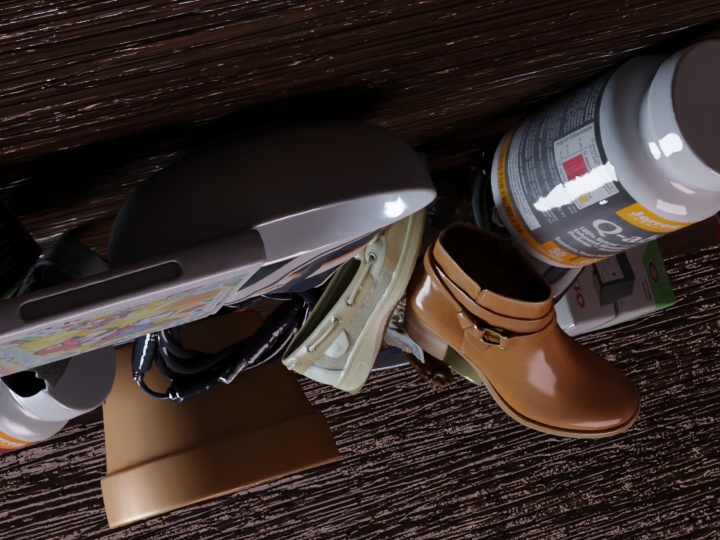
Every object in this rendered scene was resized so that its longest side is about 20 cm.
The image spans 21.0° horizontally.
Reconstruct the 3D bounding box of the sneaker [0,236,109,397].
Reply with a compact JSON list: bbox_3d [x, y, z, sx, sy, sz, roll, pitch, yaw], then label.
[{"bbox_3d":[-0.218,0.040,1.324,0.104,0.060,0.200,-60,-177,-18],"label":"sneaker"}]

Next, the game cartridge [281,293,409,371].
[{"bbox_3d":[0.032,0.014,1.679,0.199,0.134,0.042,-17,175,-2],"label":"game cartridge"}]

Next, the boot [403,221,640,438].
[{"bbox_3d":[0.124,0.045,1.397,0.199,0.074,0.155,24,155,2],"label":"boot"}]

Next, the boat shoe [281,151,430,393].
[{"bbox_3d":[0.000,-0.001,1.423,0.063,0.201,0.073,16,-147,-7],"label":"boat shoe"}]

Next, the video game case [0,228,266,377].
[{"bbox_3d":[-0.155,0.027,1.105,0.181,0.023,0.200,-16,175,-14],"label":"video game case"}]

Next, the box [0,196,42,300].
[{"bbox_3d":[-0.288,0.048,1.153,0.200,0.048,0.193,-39,180,-18],"label":"box"}]

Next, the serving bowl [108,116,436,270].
[{"bbox_3d":[-0.059,-0.046,1.147,0.199,0.066,0.200,-17,174,-2],"label":"serving bowl"}]

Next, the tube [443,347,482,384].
[{"bbox_3d":[0.136,0.002,1.630,0.200,0.058,0.052,-57,177,5],"label":"tube"}]

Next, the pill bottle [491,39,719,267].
[{"bbox_3d":[0.184,-0.078,1.299,0.116,0.117,0.200,-13,174,-31],"label":"pill bottle"}]

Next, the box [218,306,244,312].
[{"bbox_3d":[-0.132,0.014,1.588,0.136,0.040,0.200,-16,174,-22],"label":"box"}]

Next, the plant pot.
[{"bbox_3d":[-0.130,0.118,1.607,0.199,0.141,0.200,-17,176,-1],"label":"plant pot"}]

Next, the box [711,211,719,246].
[{"bbox_3d":[0.312,-0.062,1.393,0.099,0.201,0.095,-14,173,-27],"label":"box"}]

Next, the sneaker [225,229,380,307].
[{"bbox_3d":[-0.073,-0.014,1.328,0.199,0.079,0.079,-17,163,-14],"label":"sneaker"}]

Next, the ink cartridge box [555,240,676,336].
[{"bbox_3d":[0.195,-0.015,1.801,0.084,0.146,0.200,-21,174,35],"label":"ink cartridge box"}]

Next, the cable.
[{"bbox_3d":[-0.085,0.024,1.452,0.163,0.051,0.200,-8,141,-26],"label":"cable"}]

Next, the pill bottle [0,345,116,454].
[{"bbox_3d":[-0.296,0.090,1.542,0.199,0.115,0.114,-20,173,35],"label":"pill bottle"}]

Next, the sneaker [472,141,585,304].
[{"bbox_3d":[0.152,-0.077,1.454,0.200,0.115,0.075,-52,-171,-4],"label":"sneaker"}]

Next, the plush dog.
[{"bbox_3d":[0.072,-0.016,1.568,0.172,0.161,0.200,-42,180,-8],"label":"plush dog"}]
